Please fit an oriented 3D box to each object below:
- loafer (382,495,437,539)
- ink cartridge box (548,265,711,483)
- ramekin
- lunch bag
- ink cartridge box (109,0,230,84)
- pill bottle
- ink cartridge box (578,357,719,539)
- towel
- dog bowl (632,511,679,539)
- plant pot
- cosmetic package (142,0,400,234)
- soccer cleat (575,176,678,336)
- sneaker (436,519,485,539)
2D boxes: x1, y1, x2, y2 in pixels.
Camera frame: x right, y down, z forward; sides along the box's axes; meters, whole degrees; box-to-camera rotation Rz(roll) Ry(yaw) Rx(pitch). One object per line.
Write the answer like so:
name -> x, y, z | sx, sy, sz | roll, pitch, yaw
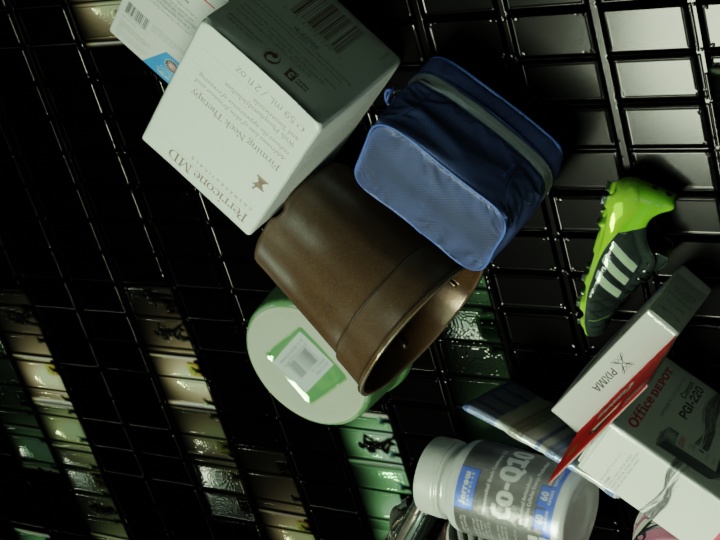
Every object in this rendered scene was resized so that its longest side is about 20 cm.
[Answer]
loafer -> 0.053, 0.339, 1.939 | 0.063, 0.072, 0.201 | 35, 138, 19
ink cartridge box -> 0.262, 0.107, 1.531 | 0.045, 0.176, 0.200 | 40, 136, 6
ramekin -> -0.042, 0.090, 1.802 | 0.199, 0.098, 0.201 | 20, 131, 24
lunch bag -> 0.098, -0.119, 1.524 | 0.200, 0.132, 0.136 | 39, 152, 5
ink cartridge box -> -0.188, -0.308, 1.642 | 0.116, 0.068, 0.200 | 42, 137, 4
pill bottle -> 0.170, 0.265, 1.761 | 0.199, 0.114, 0.114 | 11, 127, 30
ink cartridge box -> 0.348, 0.198, 1.554 | 0.199, 0.146, 0.085 | 34, 133, 11
towel -> 0.223, 0.186, 1.648 | 0.199, 0.147, 0.024 | 28, 107, 21
dog bowl -> 0.390, 0.348, 1.686 | 0.199, 0.074, 0.201 | 19, 130, 25
plant pot -> 0.000, 0.000, 1.649 | 0.198, 0.200, 0.201 | 42, 137, 14
cosmetic package -> -0.096, -0.184, 1.594 | 0.167, 0.166, 0.200 | 42, 137, 3
soccer cleat -> 0.272, -0.005, 1.526 | 0.081, 0.068, 0.201 | 16, 130, 11
sneaker -> 0.137, 0.405, 1.887 | 0.115, 0.075, 0.201 | 153, 114, -77
